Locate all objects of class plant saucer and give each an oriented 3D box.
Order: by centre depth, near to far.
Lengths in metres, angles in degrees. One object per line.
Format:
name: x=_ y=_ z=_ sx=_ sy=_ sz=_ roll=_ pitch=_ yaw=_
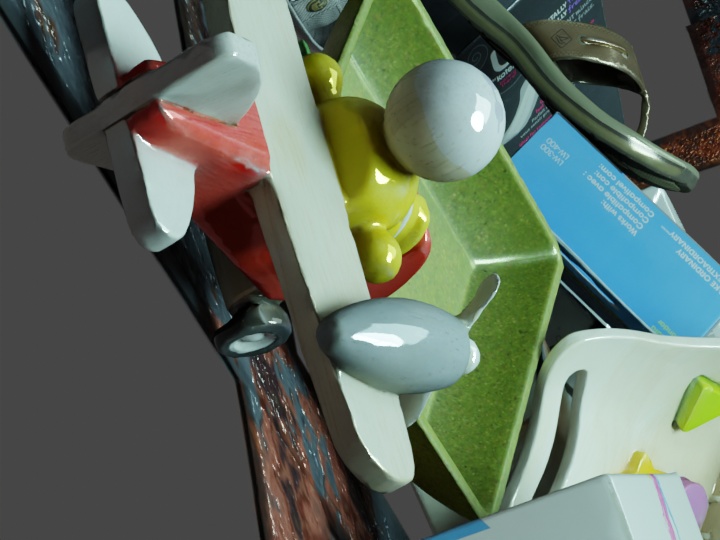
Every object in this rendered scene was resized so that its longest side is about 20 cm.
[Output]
plant saucer: x=0.017 y=-0.011 z=1.228 sx=0.200 sy=0.048 sz=0.200 roll=57 pitch=32 yaw=-29

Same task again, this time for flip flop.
flip flop: x=0.118 y=-0.119 z=1.485 sx=0.200 sy=0.058 sz=0.081 roll=46 pitch=2 yaw=16

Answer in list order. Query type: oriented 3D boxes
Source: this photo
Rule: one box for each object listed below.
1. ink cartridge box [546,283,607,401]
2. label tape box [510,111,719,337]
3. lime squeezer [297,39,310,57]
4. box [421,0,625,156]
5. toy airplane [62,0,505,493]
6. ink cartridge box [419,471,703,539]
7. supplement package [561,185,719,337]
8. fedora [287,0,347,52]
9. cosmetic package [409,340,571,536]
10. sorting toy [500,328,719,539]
ink cartridge box: x=0.134 y=0.083 z=1.572 sx=0.200 sy=0.084 sz=0.146 roll=45 pitch=0 yaw=17
label tape box: x=0.140 y=-0.015 z=1.458 sx=0.143 sy=0.066 sz=0.200 roll=44 pitch=-2 yaw=5
lime squeezer: x=-0.038 y=-0.101 z=1.346 sx=0.071 sy=0.038 sz=0.200 roll=41 pitch=4 yaw=12
box: x=0.079 y=-0.132 z=1.645 sx=0.106 sy=0.122 sz=0.200 roll=36 pitch=-20 yaw=30
toy airplane: x=-0.019 y=-0.045 z=0.952 sx=0.199 sy=0.141 sz=0.201 roll=-87 pitch=157 yaw=-66
ink cartridge box: x=0.092 y=0.168 z=1.171 sx=0.200 sy=0.128 sz=0.126 roll=14 pitch=56 yaw=-74
supplement package: x=0.171 y=0.068 z=1.764 sx=0.200 sy=0.147 sz=0.192 roll=53 pitch=14 yaw=-83
fedora: x=-0.019 y=-0.219 z=1.482 sx=0.200 sy=0.090 sz=0.177 roll=59 pitch=14 yaw=-53
cosmetic package: x=0.094 y=0.146 z=1.422 sx=0.103 sy=0.087 sz=0.201 roll=-94 pitch=163 yaw=-63
sorting toy: x=0.147 y=0.111 z=1.320 sx=0.180 sy=0.107 sz=0.201 roll=22 pitch=84 yaw=-37
